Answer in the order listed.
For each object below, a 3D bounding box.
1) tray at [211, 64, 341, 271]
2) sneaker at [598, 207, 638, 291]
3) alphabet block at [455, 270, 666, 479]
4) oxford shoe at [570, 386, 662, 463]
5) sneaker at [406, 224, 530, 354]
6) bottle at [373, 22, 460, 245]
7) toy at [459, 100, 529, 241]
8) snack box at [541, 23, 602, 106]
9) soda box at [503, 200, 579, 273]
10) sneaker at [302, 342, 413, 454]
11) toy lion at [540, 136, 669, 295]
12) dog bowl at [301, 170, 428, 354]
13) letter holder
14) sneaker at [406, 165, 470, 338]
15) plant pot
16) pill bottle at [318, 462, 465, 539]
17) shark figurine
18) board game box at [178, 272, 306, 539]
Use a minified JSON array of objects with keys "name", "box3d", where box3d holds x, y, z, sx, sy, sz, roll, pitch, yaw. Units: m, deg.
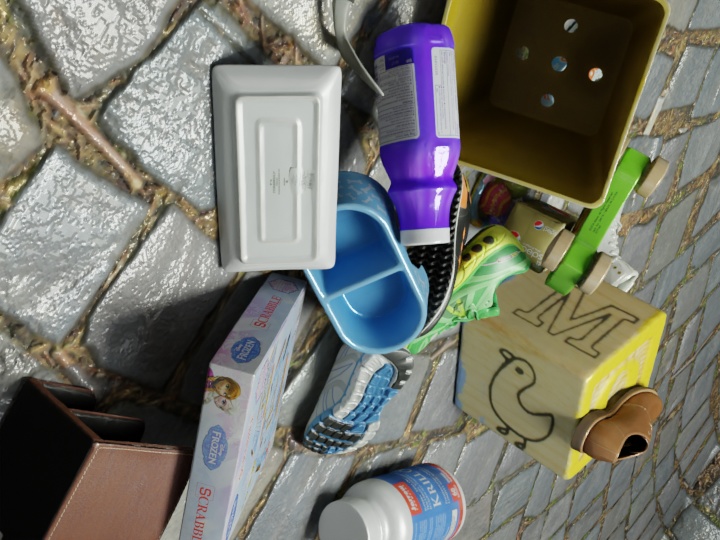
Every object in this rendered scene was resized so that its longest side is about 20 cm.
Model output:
[{"name":"tray","box3d":[-0.071,-0.080,0.817,0.107,0.022,0.201,-2,124,-7]},{"name":"sneaker","box3d":[0.367,-0.029,1.381,0.074,0.115,0.201,29,90,-54]},{"name":"alphabet block","box3d":[0.269,0.124,1.294,0.196,0.200,0.196,-31,136,-34]},{"name":"oxford shoe","box3d":[0.350,0.207,1.222,0.200,0.071,0.072,-17,126,-47]},{"name":"sneaker","box3d":[0.118,0.038,1.096,0.200,0.083,0.074,-47,-169,26]},{"name":"bottle","box3d":[0.055,-0.125,0.882,0.065,0.083,0.201,-5,91,-28]},{"name":"toy","box3d":[0.168,-0.100,1.136,0.115,0.047,0.200,-43,142,-20]},{"name":"snack box","box3d":[0.288,-0.260,1.178,0.200,0.037,0.116,-47,143,-17]},{"name":"soda box","box3d":[0.225,-0.045,1.179,0.068,0.064,0.200,-65,165,12]},{"name":"sneaker","box3d":[-0.007,0.128,1.066,0.075,0.087,0.200,16,126,-27]},{"name":"toy lion","box3d":[0.269,-0.058,1.079,0.201,0.068,0.192,-58,173,-10]},{"name":"dog bowl","box3d":[0.000,0.000,0.921,0.111,0.050,0.201,-23,121,7]},{"name":"letter holder","box3d":[-0.247,0.210,0.795,0.142,0.100,0.201,25,95,-57]},{"name":"sneaker","box3d":[0.087,-0.016,1.041,0.090,0.070,0.201,35,64,-61]},{"name":"plant pot","box3d":[0.191,-0.204,0.961,0.176,0.199,0.201,-38,146,-63]},{"name":"pill bottle","box3d":[0.041,0.321,1.228,0.200,0.112,0.113,-2,116,-52]},{"name":"shark figurine","box3d":[0.024,-0.271,0.797,0.128,0.089,0.215,24,93,-54]},{"name":"board game box","box3d":[-0.107,0.130,0.876,0.200,0.041,0.201,-66,170,-67]}]
